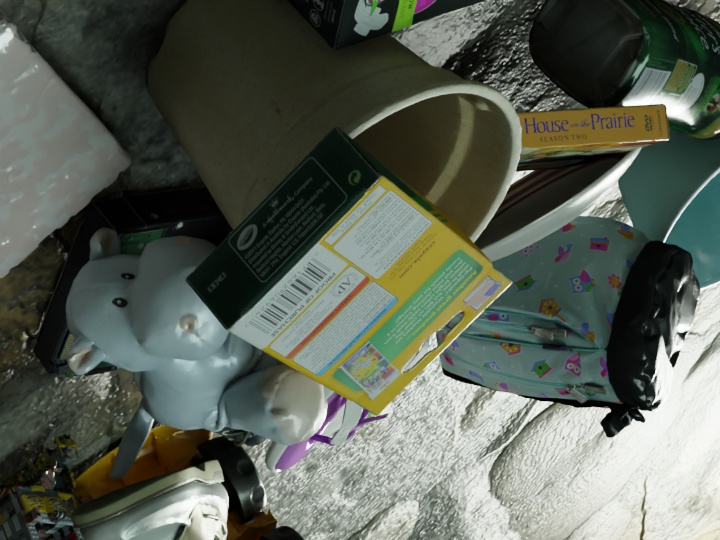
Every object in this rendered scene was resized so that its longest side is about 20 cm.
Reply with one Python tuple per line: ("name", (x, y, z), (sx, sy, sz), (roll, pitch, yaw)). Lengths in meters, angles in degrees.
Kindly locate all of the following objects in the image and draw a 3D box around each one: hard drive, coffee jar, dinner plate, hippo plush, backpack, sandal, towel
("hard drive", (-0.123, 0.002, 1.649), (0.200, 0.038, 0.140), (-11, 138, -42))
("coffee jar", (0.221, -0.158, 1.772), (0.200, 0.104, 0.085), (9, 120, -53))
("dinner plate", (0.132, -0.048, 1.767), (0.200, 0.024, 0.200), (-29, -171, 5))
("hippo plush", (-0.116, 0.024, 1.551), (0.200, 0.159, 0.161), (-11, 143, 33))
("backpack", (0.152, 0.029, 1.846), (0.167, 0.200, 0.127), (-59, 148, -45))
("sandal", (0.001, 0.089, 1.726), (0.203, 0.050, 0.082), (-49, 167, 25))
("towel", (-0.254, -0.051, 1.440), (0.200, 0.032, 0.191), (-41, 150, -1))

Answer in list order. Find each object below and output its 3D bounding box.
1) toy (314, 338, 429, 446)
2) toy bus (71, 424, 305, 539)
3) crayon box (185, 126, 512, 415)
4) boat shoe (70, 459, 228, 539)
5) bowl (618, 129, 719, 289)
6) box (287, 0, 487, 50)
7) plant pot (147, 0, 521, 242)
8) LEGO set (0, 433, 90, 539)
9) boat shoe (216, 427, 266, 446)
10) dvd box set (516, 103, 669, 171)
("toy", (-0.002, 0.066, 1.835), (0.115, 0.047, 0.200), (-35, 161, -11))
("toy bus", (-0.125, 0.244, 1.806), (0.136, 0.200, 0.192), (-28, 154, -21))
("crayon box", (-0.003, 0.005, 1.415), (0.126, 0.052, 0.200), (-45, 149, 6))
("boat shoe", (-0.131, 0.172, 1.586), (0.075, 0.068, 0.200), (-18, 176, 17))
("bowl", (0.290, -0.088, 1.930), (0.201, 0.105, 0.201), (-30, 152, -18))
("box", (0.041, -0.248, 1.434), (0.200, 0.124, 0.149), (-21, 144, -32))
("plant pot", (-0.032, -0.093, 1.488), (0.200, 0.183, 0.200), (-29, 148, -20))
("LEGO set", (-0.224, 0.163, 1.625), (0.116, 0.154, 0.200), (-35, 146, 23))
("boat shoe", (-0.087, 0.099, 1.737), (0.070, 0.066, 0.200), (-31, 168, 10))
("dvd box set", (0.097, -0.089, 1.668), (0.200, 0.029, 0.146), (-5, 176, -28))
